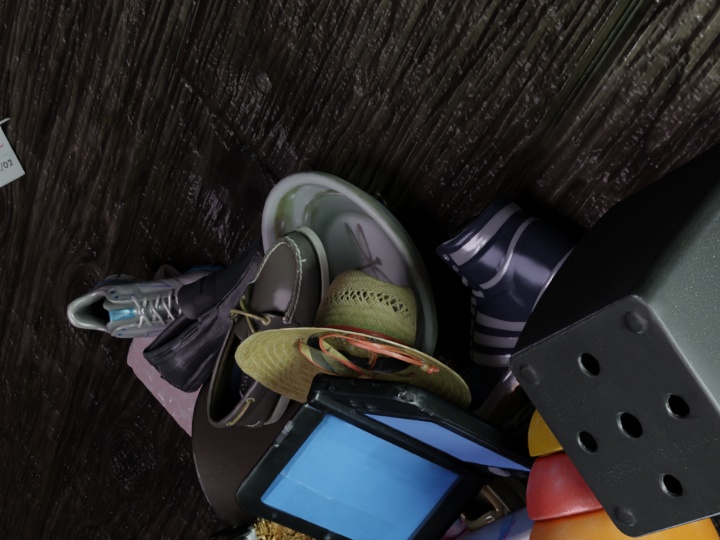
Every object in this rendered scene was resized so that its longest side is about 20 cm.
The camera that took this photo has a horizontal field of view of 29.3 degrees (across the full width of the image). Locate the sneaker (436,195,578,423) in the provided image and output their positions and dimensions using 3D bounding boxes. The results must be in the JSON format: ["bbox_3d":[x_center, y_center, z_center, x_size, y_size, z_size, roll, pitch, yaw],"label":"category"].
[{"bbox_3d":[0.101,0.030,1.051,0.108,0.070,0.201,39,135,16],"label":"sneaker"}]

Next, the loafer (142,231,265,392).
[{"bbox_3d":[-0.140,0.035,1.303,0.070,0.068,0.201,32,122,-12],"label":"loafer"}]

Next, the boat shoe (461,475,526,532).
[{"bbox_3d":[0.096,0.191,1.194,0.201,0.063,0.073,59,146,-4],"label":"boat shoe"}]

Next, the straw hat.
[{"bbox_3d":[0.004,0.046,1.075,0.200,0.086,0.201,10,158,4],"label":"straw hat"}]

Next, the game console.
[{"bbox_3d":[0.038,0.168,1.068,0.199,0.117,0.175,28,163,-34],"label":"game console"}]

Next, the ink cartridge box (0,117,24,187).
[{"bbox_3d":[-0.471,-0.107,1.599,0.200,0.115,0.068,-12,108,54],"label":"ink cartridge box"}]

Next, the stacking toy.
[{"bbox_3d":[0.162,0.125,0.947,0.146,0.145,0.201,-21,80,55],"label":"stacking toy"}]

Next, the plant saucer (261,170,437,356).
[{"bbox_3d":[0.000,0.000,1.169,0.200,0.050,0.201,30,137,33],"label":"plant saucer"}]

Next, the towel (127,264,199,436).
[{"bbox_3d":[-0.175,0.114,1.491,0.191,0.032,0.200,48,144,13],"label":"towel"}]

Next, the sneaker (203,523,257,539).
[{"bbox_3d":[-0.116,0.282,1.239,0.200,0.078,0.091,123,124,-82],"label":"sneaker"}]

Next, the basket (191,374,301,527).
[{"bbox_3d":[-0.046,0.165,1.289,0.199,0.136,0.181,-12,92,50],"label":"basket"}]

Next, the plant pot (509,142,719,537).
[{"bbox_3d":[0.212,0.049,0.840,0.200,0.177,0.200,56,146,1],"label":"plant pot"}]

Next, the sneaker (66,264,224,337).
[{"bbox_3d":[-0.208,0.041,1.383,0.199,0.087,0.075,-6,97,29],"label":"sneaker"}]

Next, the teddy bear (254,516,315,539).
[{"bbox_3d":[-0.030,0.297,1.227,0.200,0.067,0.145,47,147,15],"label":"teddy bear"}]

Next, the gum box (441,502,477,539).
[{"bbox_3d":[0.019,0.253,1.292,0.066,0.113,0.200,58,146,-3],"label":"gum box"}]

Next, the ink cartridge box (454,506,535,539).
[{"bbox_3d":[0.162,0.262,1.102,0.200,0.087,0.146,-35,89,35],"label":"ink cartridge box"}]

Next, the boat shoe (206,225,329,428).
[{"bbox_3d":[-0.082,0.054,1.181,0.072,0.060,0.203,43,128,35],"label":"boat shoe"}]
